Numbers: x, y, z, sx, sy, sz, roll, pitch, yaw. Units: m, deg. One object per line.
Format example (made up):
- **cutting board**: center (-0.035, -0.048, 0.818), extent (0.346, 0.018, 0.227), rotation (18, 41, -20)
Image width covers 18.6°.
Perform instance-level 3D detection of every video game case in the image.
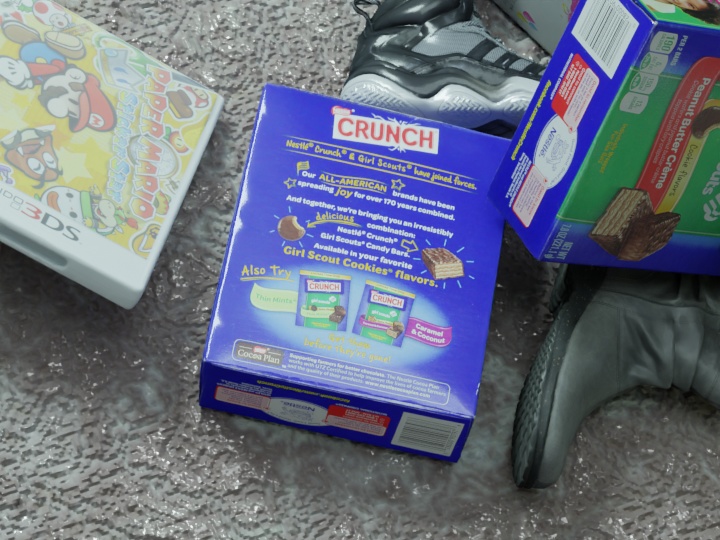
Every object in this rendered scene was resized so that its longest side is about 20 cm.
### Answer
- **video game case**: center (-0.188, -0.087, 1.345), extent (0.182, 0.023, 0.200), rotation (29, 40, -10)

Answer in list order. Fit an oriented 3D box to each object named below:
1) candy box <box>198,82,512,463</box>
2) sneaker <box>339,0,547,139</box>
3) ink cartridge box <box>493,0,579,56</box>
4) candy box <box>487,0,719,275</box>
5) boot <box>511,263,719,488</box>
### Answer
- **candy box**: center (0.000, 0.000, 1.363), extent (0.169, 0.077, 0.201), rotation (13, 63, -3)
- **sneaker**: center (0.087, -0.141, 1.450), extent (0.199, 0.076, 0.114), rotation (4, 65, -6)
- **ink cartridge box**: center (0.174, -0.197, 1.456), extent (0.200, 0.145, 0.087), rotation (44, 64, 12)
- **candy box**: center (0.203, -0.084, 1.332), extent (0.199, 0.169, 0.077), rotation (4, 35, -32)
- **boot**: center (0.175, 0.062, 1.368), extent (0.131, 0.070, 0.200), rotation (21, 61, -2)
